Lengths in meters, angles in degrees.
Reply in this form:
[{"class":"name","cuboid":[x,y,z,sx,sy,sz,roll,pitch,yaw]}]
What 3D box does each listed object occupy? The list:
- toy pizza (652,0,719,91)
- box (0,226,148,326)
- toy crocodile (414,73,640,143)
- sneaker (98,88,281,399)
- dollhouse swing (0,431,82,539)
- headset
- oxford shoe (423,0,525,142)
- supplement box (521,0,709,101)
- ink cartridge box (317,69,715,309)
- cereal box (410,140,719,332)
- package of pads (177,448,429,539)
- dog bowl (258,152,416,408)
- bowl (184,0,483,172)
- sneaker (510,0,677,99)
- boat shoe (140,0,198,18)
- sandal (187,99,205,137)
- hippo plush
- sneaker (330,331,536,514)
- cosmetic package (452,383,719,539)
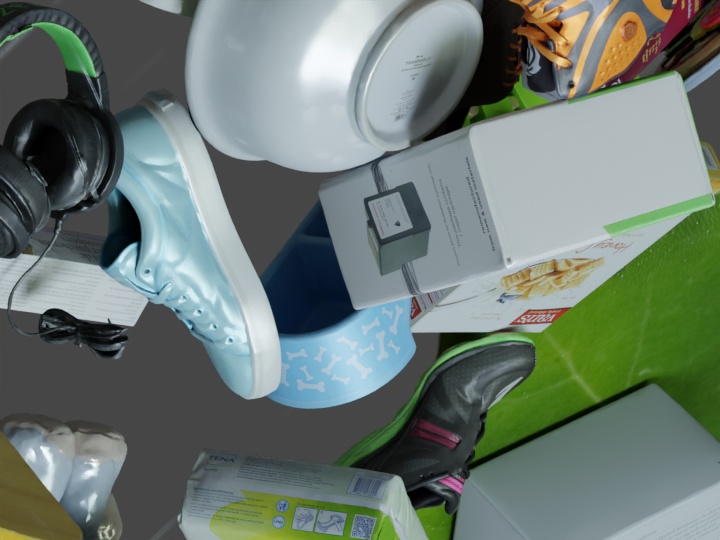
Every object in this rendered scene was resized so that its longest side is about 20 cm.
[{"class":"toy pizza","cuboid":[0.261,-0.188,1.746,0.200,0.032,0.200,-44,-176,4]},{"class":"box","cuboid":[-0.203,-0.003,1.527,0.199,0.039,0.042,9,119,-49]},{"class":"toy crocodile","cuboid":[0.108,-0.109,1.717,0.199,0.068,0.062,-14,164,-37]},{"class":"sneaker","cuboid":[-0.114,-0.003,1.555,0.082,0.074,0.201,-28,109,-19]},{"class":"dollhouse swing","cuboid":[-0.287,0.136,1.438,0.182,0.200,0.176,-43,145,-3]},{"class":"headset","cuboid":[-0.174,-0.047,1.448,0.123,0.094,0.201,-35,132,-44]},{"class":"oxford shoe","cuboid":[0.081,-0.148,1.583,0.071,0.073,0.200,-40,175,-42]},{"class":"supplement box","cuboid":[0.181,-0.201,1.669,0.200,0.061,0.109,-46,147,-26]},{"class":"ink cartridge box","cuboid":[0.086,-0.045,1.519,0.145,0.084,0.200,-17,180,-26]},{"class":"cereal box","cuboid":[0.136,-0.023,1.788,0.143,0.040,0.200,2,146,-45]},{"class":"package of pads","cuboid":[-0.030,0.200,1.805,0.200,0.154,0.068,68,34,-52]},{"class":"dog bowl","cuboid":[0.000,0.000,1.648,0.200,0.111,0.050,-53,136,-36]},{"class":"bowl","cuboid":[0.004,-0.130,1.460,0.201,0.090,0.202,-33,143,-30]},{"class":"sneaker","cuboid":[0.089,-0.147,1.403,0.199,0.078,0.113,1,118,-24]},{"class":"boat shoe","cuboid":[-0.045,-0.177,1.498,0.199,0.072,0.069,-3,112,-40]},{"class":"sandal","cuboid":[-0.060,-0.113,1.562,0.075,0.045,0.200,-56,161,12]},{"class":"hippo plush","cuboid":[-0.197,0.196,1.619,0.200,0.161,0.160,-35,143,-15]},{"class":"sneaker","cuboid":[0.059,0.126,1.868,0.200,0.084,0.077,-47,148,8]},{"class":"cosmetic package","cuboid":[0.179,0.226,2.059,0.199,0.123,0.201,-22,139,-29]}]
